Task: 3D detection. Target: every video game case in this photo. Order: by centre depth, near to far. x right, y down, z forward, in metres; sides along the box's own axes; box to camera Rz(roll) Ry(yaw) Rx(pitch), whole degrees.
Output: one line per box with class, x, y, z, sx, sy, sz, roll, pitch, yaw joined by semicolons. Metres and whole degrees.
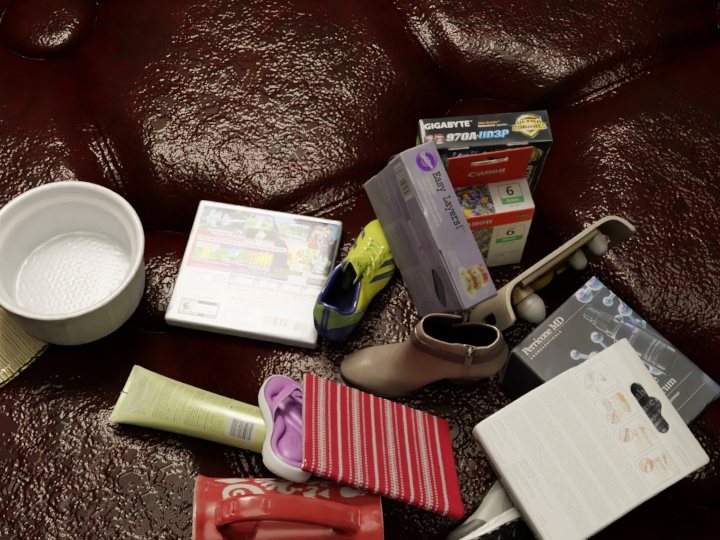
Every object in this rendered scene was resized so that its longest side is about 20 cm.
video game case;-0.136;0.002;1.223;0.198;0.023;0.183;9;63;6

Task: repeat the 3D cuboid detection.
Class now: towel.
towel;0.023;0.198;1.044;0.199;0.023;0.145;22;32;-18

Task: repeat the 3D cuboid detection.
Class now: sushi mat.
sushi mat;-0.496;0.065;1.194;0.200;0.012;0.096;40;68;19

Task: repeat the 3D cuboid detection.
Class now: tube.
tube;-0.198;0.171;1.123;0.198;0.052;0.058;13;18;10

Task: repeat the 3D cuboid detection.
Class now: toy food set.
toy food set;0.234;0.017;1.149;0.199;0.144;0.061;-32;83;-17

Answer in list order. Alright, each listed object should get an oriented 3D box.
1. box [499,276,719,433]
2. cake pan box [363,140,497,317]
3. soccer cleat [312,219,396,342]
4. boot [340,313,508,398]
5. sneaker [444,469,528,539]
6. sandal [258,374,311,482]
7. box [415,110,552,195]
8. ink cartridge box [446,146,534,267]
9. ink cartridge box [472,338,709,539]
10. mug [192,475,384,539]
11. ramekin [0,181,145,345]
box;0.291;0.137;1.104;0.148;0.107;0.200;-39;68;-18
cake pan box;0.077;-0.045;1.122;0.052;0.184;0.201;-23;88;-16
soccer cleat;0.001;0.001;1.182;0.064;0.084;0.201;21;54;13
boot;0.074;0.095;1.103;0.198;0.146;0.071;-1;64;0
sneaker;0.170;0.258;1.066;0.199;0.074;0.079;-31;57;-22
sandal;-0.070;0.168;1.063;0.082;0.050;0.203;24;19;-17
box;0.146;-0.125;1.189;0.158;0.200;0.046;-5;65;-2
ink cartridge box;0.155;-0.070;1.160;0.108;0.200;0.051;-9;62;-5
ink cartridge box;0.246;0.191;1.014;0.199;0.050;0.163;-28;70;-9
mug;-0.075;0.288;0.995;0.198;0.178;0.135;-1;88;-6
ramekin;-0.367;-0.004;1.177;0.199;0.098;0.202;1;59;-2
